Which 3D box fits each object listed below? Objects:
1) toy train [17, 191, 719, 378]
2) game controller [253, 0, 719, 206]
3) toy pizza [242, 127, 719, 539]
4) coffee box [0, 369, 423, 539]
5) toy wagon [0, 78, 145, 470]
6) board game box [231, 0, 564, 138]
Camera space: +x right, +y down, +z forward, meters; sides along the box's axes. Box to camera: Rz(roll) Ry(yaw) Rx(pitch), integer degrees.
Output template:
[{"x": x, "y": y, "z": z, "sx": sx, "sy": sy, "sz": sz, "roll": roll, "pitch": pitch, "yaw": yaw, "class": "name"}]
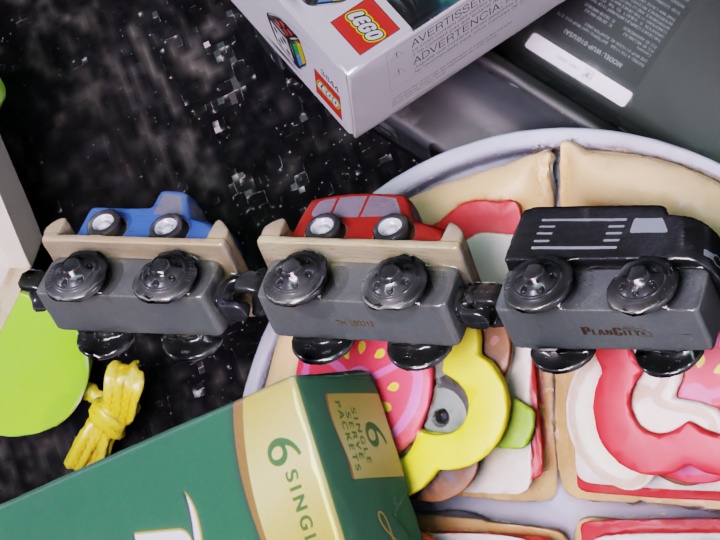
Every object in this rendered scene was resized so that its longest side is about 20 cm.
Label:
[{"x": 0.000, "y": 0.000, "z": 0.708, "sx": 0.200, "sy": 0.034, "sz": 0.046, "roll": 1, "pitch": 49, "yaw": 27, "class": "toy train"}, {"x": 0.067, "y": -0.060, "z": 0.757, "sx": 0.200, "sy": 0.042, "sz": 0.104, "roll": 34, "pitch": 78, "yaw": 18, "class": "game controller"}, {"x": 0.051, "y": 0.063, "z": 0.719, "sx": 0.200, "sy": 0.032, "sz": 0.201, "roll": 1, "pitch": 93, "yaw": 25, "class": "toy pizza"}, {"x": -0.068, "y": 0.116, "z": 0.739, "sx": 0.200, "sy": 0.044, "sz": 0.123, "roll": -23, "pitch": 76, "yaw": 28, "class": "coffee box"}, {"x": -0.155, "y": -0.001, "z": 0.782, "sx": 0.200, "sy": 0.040, "sz": 0.155, "roll": 25, "pitch": 115, "yaw": -10, "class": "toy wagon"}, {"x": -0.011, "y": -0.143, "z": 0.756, "sx": 0.126, "sy": 0.035, "sz": 0.200, "roll": -34, "pitch": 65, "yaw": -15, "class": "board game box"}]
